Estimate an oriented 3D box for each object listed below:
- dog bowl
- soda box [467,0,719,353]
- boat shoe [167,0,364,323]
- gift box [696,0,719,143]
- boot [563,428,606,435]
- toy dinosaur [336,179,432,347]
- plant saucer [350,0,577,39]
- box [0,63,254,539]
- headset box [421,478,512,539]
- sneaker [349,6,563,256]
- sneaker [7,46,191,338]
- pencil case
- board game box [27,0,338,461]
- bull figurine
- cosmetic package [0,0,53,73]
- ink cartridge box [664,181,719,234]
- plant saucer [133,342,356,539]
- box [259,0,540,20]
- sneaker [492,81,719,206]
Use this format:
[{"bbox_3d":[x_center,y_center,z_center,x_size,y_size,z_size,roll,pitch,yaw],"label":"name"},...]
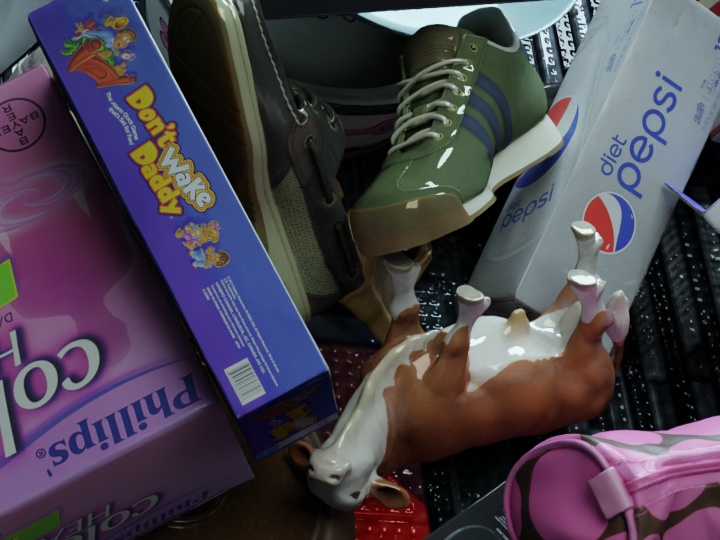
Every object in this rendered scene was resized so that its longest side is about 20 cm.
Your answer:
[{"bbox_3d":[-0.033,-0.147,1.355,0.200,0.074,0.200,11,51,-14],"label":"dog bowl"},{"bbox_3d":[0.133,-0.055,1.294,0.068,0.063,0.200,31,75,-21],"label":"soda box"},{"bbox_3d":[-0.041,-0.060,1.151,0.066,0.201,0.072,-27,39,-20],"label":"boat shoe"},{"bbox_3d":[0.269,-0.191,1.393,0.187,0.200,0.185,6,45,-47],"label":"gift box"},{"bbox_3d":[0.209,0.098,1.267,0.165,0.066,0.200,45,54,4],"label":"boot"},{"bbox_3d":[0.000,0.000,1.274,0.106,0.060,0.200,-30,78,-30],"label":"toy dinosaur"},{"bbox_3d":[0.029,-0.190,1.340,0.201,0.039,0.201,11,51,-13],"label":"plant saucer"},{"bbox_3d":[-0.175,0.039,1.100,0.176,0.097,0.200,-27,65,-6],"label":"box"},{"bbox_3d":[0.052,0.206,1.118,0.200,0.077,0.149,-32,70,-35],"label":"headset box"},{"bbox_3d":[0.038,-0.077,1.199,0.200,0.067,0.090,-37,111,-59],"label":"sneaker"},{"bbox_3d":[-0.105,-0.039,1.223,0.200,0.100,0.075,37,41,0],"label":"sneaker"},{"bbox_3d":[0.170,0.103,1.140,0.200,0.094,0.091,-8,81,-33],"label":"pencil case"},{"bbox_3d":[-0.077,-0.020,1.077,0.045,0.134,0.200,-28,79,-5],"label":"board game box"},{"bbox_3d":[0.052,0.049,1.180,0.200,0.122,0.065,-13,41,-36],"label":"bull figurine"},{"bbox_3d":[-0.237,-0.175,1.213,0.123,0.200,0.199,36,49,7],"label":"cosmetic package"},{"bbox_3d":[0.270,0.028,1.231,0.198,0.043,0.200,33,11,-31],"label":"ink cartridge box"},{"bbox_3d":[-0.093,0.108,1.165,0.200,0.035,0.200,11,51,-14],"label":"plant saucer"},{"bbox_3d":[0.002,-0.195,1.205,0.200,0.115,0.132,-6,19,-26],"label":"box"},{"bbox_3d":[0.129,-0.065,1.356,0.200,0.075,0.079,-20,66,-32],"label":"sneaker"}]
